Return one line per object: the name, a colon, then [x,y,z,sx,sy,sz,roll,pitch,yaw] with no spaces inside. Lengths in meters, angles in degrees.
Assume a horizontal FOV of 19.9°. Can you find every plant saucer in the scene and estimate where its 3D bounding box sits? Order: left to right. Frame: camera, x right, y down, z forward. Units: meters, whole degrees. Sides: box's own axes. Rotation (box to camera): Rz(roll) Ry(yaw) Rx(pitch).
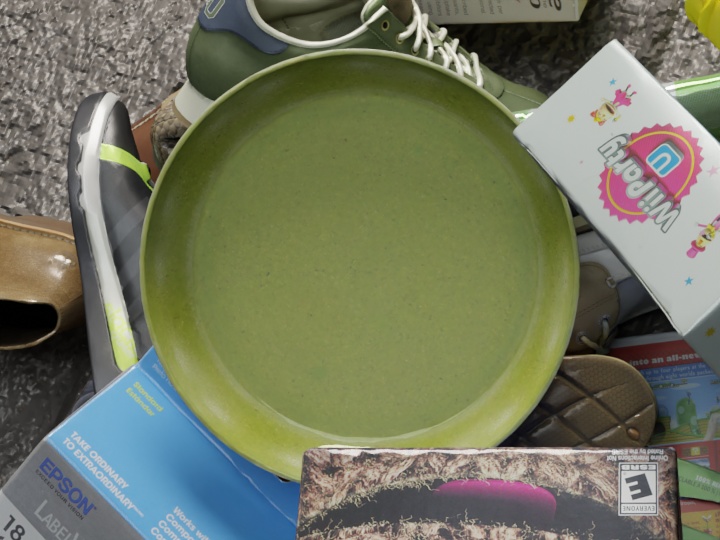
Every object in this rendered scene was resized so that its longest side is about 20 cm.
plant saucer: [0.000,0.000,0.932,0.200,0.031,0.200,1,95,8]

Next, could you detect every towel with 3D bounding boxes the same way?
towel: [0.104,-0.038,0.989,0.200,0.149,0.031,-11,67,14]

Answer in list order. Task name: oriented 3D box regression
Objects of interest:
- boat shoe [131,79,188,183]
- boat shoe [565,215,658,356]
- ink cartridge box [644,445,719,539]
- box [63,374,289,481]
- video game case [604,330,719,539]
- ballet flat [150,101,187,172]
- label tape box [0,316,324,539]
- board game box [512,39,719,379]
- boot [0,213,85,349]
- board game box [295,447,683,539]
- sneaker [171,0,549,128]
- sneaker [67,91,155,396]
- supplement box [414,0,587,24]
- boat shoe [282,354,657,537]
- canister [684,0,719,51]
boat shoe: [-0.074,-0.083,1.110,0.200,0.072,0.076,-27,63,7]
boat shoe: [0.098,0.018,1.001,0.200,0.075,0.068,-12,61,8]
ink cartridge box: [0.130,0.178,0.926,0.104,0.059,0.200,18,76,25]
box: [-0.084,0.074,1.072,0.119,0.041,0.200,26,82,26]
video game case: [0.165,0.124,0.978,0.143,0.017,0.200,-8,68,16]
ballet flat: [-0.007,-0.063,1.050,0.200,0.046,0.067,7,61,-11]
label tape box: [-0.105,0.140,0.974,0.144,0.063,0.200,44,115,7]
board game box: [0.166,0.012,0.878,0.064,0.200,0.148,-42,44,8]
boot: [-0.235,0.001,1.121,0.200,0.074,0.075,6,28,22]
board game box: [0.052,0.181,0.835,0.159,0.097,0.200,-2,57,10]
sneaker: [0.014,-0.102,0.996,0.200,0.090,0.067,5,29,-16]
sneaker: [-0.102,0.002,1.056,0.083,0.072,0.200,-8,74,-4]
supplement box: [0.028,-0.187,1.085,0.200,0.074,0.126,1,34,20]
boat shoe: [0.051,0.097,0.992,0.200,0.068,0.072,-30,86,13]
canister: [0.266,-0.085,0.954,0.200,0.149,0.087,47,116,25]
